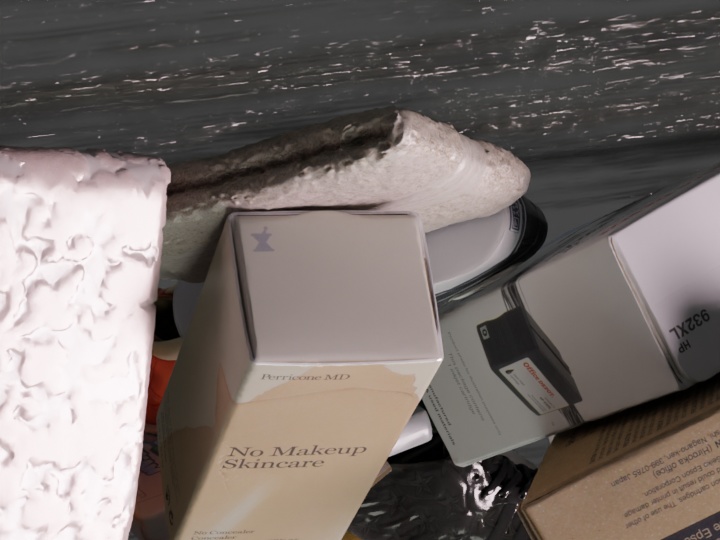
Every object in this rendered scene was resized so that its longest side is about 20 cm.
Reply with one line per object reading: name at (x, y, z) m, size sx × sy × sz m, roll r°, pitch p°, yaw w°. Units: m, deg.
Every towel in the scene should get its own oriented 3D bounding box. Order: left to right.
towel at (-0.178, 0.041, 0.925) m, size 0.199 × 0.193 × 0.032 m, roll 1°, pitch -171°, yaw -36°
towel at (-0.035, -0.030, 1.028) m, size 0.199 × 0.035 × 0.132 m, roll -14°, pitch 167°, yaw 26°

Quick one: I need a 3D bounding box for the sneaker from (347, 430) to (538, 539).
sneaker at (0.075, 0.131, 1.314) m, size 0.198 × 0.105 × 0.060 m, roll -16°, pitch -166°, yaw 6°

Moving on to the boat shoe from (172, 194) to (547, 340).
boat shoe at (0.000, 0.000, 1.120) m, size 0.199 × 0.072 × 0.068 m, roll -21°, pitch 162°, yaw 24°

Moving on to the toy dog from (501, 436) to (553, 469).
toy dog at (0.116, 0.126, 1.403) m, size 0.199 × 0.097 × 0.132 m, roll -3°, pitch -164°, yaw -27°

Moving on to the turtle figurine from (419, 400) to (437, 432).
turtle figurine at (0.063, 0.088, 1.496) m, size 0.149 × 0.101 × 0.200 m, roll -16°, pitch 158°, yaw 18°

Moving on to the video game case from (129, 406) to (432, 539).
video game case at (-0.078, 0.099, 1.334) m, size 0.181 × 0.024 × 0.200 m, roll -20°, pitch -162°, yaw -19°

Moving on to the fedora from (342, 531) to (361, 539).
fedora at (-0.046, 0.142, 1.426) m, size 0.199 × 0.201 × 0.082 m, roll -3°, pitch 139°, yaw -19°

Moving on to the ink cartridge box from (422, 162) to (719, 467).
ink cartridge box at (0.133, 0.017, 1.124) m, size 0.145 × 0.084 × 0.200 m, roll -28°, pitch 180°, yaw -34°

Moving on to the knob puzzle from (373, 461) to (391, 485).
knob puzzle at (-0.085, 0.192, 1.231) m, size 0.219 × 0.031 × 0.220 m, roll -36°, pitch 179°, yaw -1°

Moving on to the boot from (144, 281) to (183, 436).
boot at (-0.104, 0.043, 1.272) m, size 0.107 × 0.076 × 0.199 m, roll 30°, pitch 153°, yaw -37°

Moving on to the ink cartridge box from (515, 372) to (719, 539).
ink cartridge box at (0.175, 0.086, 1.081) m, size 0.164 × 0.075 × 0.200 m, roll -29°, pitch -177°, yaw 15°

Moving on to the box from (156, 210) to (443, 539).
box at (-0.034, 0.055, 1.042) m, size 0.094 × 0.078 × 0.200 m, roll -1°, pitch 150°, yaw -15°
